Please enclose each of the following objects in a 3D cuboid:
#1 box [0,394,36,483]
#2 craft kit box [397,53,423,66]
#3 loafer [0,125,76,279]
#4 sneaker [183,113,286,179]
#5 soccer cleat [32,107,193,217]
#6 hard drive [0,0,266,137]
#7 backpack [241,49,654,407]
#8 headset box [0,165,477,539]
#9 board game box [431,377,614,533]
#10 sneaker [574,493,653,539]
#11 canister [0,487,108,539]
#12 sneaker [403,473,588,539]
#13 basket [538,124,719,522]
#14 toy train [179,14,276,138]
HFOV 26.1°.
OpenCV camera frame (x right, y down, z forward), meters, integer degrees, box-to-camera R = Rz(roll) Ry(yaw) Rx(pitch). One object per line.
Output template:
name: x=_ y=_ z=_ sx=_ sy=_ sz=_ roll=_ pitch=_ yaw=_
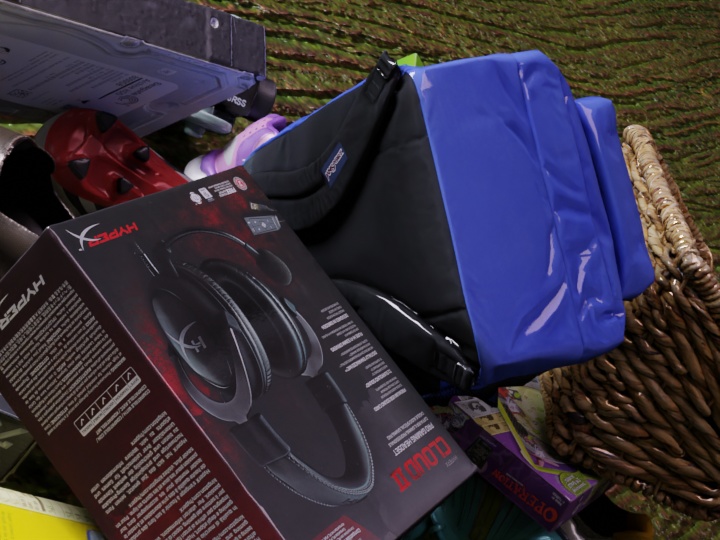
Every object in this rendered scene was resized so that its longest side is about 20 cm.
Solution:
box: x=-0.245 y=-0.014 z=0.756 sx=0.199 sy=0.050 sz=0.199 roll=27 pitch=31 yaw=-30
craft kit box: x=0.064 y=-0.028 z=1.105 sx=0.201 sy=0.048 sz=0.198 roll=60 pitch=14 yaw=-24
loafer: x=-0.183 y=-0.047 z=0.760 sx=0.200 sy=0.071 sz=0.073 roll=46 pitch=26 yaw=4
sneaker: x=-0.019 y=-0.031 z=1.041 sx=0.200 sy=0.088 sz=0.081 roll=37 pitch=25 yaw=-17
soccer cleat: x=-0.113 y=-0.023 z=0.923 sx=0.200 sy=0.085 sz=0.069 roll=39 pitch=68 yaw=-24
hard drive: x=-0.168 y=-0.120 z=0.845 sx=0.199 sy=0.139 sz=0.038 roll=10 pitch=71 yaw=-44
backpack: x=0.036 y=-0.008 z=0.792 sx=0.167 sy=0.200 sz=0.164 roll=-4 pitch=81 yaw=-36
headset box: x=-0.050 y=0.065 z=0.663 sx=0.200 sy=0.077 sz=0.149 roll=51 pitch=30 yaw=8
board game box: x=0.112 y=0.085 z=0.944 sx=0.120 sy=0.032 sz=0.200 roll=35 pitch=22 yaw=21
sneaker: x=0.104 y=0.122 z=0.989 sx=0.200 sy=0.082 sz=0.078 roll=44 pitch=27 yaw=4
canister: x=-0.125 y=0.159 z=0.625 sx=0.199 sy=0.087 sz=0.149 roll=21 pitch=34 yaw=-33
sneaker: x=0.058 y=0.151 z=0.921 sx=0.200 sy=0.078 sz=0.080 roll=41 pitch=46 yaw=7
basket: x=0.197 y=0.031 z=0.934 sx=0.142 sy=0.150 sz=0.200 roll=26 pitch=22 yaw=-11
toy train: x=-0.153 y=-0.146 z=1.022 sx=0.199 sy=0.086 sz=0.114 roll=20 pitch=-2 yaw=-29
